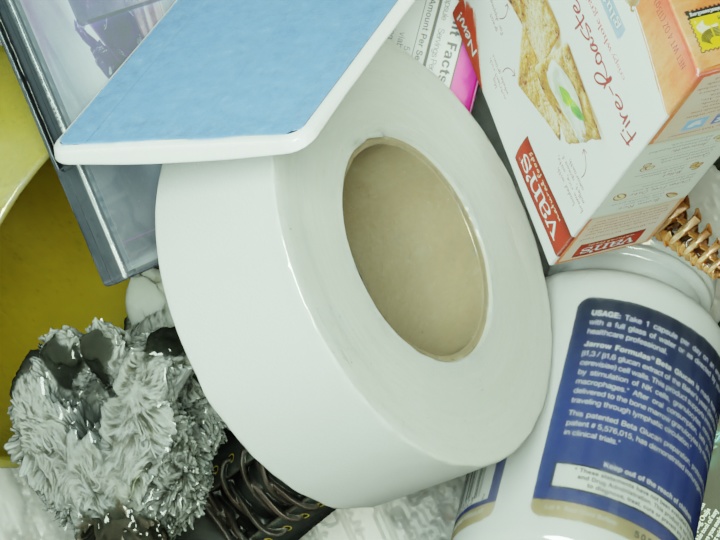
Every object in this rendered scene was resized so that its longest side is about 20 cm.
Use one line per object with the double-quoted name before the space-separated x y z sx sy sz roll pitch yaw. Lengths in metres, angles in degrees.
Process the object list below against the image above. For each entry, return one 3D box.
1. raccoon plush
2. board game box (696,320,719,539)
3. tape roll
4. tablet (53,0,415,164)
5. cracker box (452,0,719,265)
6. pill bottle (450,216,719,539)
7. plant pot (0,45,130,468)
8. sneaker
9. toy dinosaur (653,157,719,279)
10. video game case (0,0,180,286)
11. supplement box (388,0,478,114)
"raccoon plush" -0.094 0.097 1.346 0.096 0.134 0.201 2 91 27
"board game box" 0.216 0.090 1.431 0.135 0.028 0.200 33 89 1
"tape roll" 0.000 0.000 1.279 0.071 0.202 0.203 -23 89 34
"tablet" -0.037 -0.105 1.250 0.130 0.200 0.014 -1 126 30
"cracker box" 0.110 -0.104 1.246 0.057 0.200 0.134 -14 71 -19
"pill bottle" 0.114 0.070 1.361 0.111 0.111 0.201 16 59 0
"plant pot" -0.179 -0.028 1.367 0.142 0.200 0.201 29 88 23
"sneaker" -0.057 0.107 1.390 0.200 0.106 0.075 -39 89 0
"toy dinosaur" 0.148 -0.074 1.378 0.135 0.102 0.201 -21 69 7
"video game case" -0.103 -0.106 1.286 0.019 0.143 0.201 -22 92 40
"supplement box" -0.035 -0.128 1.399 0.199 0.101 0.104 16 86 -1
